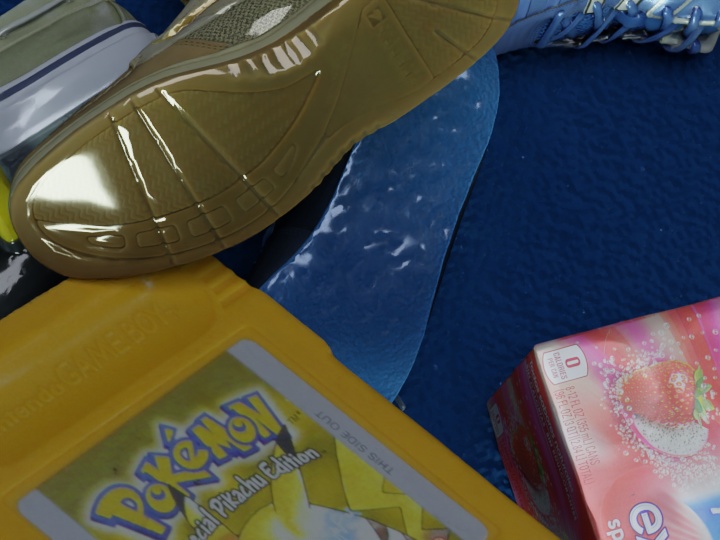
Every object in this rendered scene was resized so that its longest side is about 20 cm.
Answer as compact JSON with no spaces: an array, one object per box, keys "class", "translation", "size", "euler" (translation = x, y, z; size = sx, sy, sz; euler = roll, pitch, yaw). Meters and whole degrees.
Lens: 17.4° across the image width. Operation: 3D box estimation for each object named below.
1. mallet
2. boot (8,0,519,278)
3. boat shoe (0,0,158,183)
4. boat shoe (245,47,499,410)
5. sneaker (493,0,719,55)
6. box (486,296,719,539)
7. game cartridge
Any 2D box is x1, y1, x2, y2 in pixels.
[{"class":"mallet","translation":[-0.148,-0.035,0.847],"size":[0.066,0.200,0.041],"euler":[-47,62,-6]},{"class":"boot","translation":[-0.056,-0.087,0.880],"size":[0.200,0.155,0.073],"euler":[-35,124,-4]},{"class":"boat shoe","translation":[-0.166,-0.046,0.917],"size":[0.200,0.072,0.062],"euler":[-31,65,-24]},{"class":"boat shoe","translation":[0.000,0.000,0.916],"size":[0.084,0.069,0.200],"euler":[33,88,-11]},{"class":"sneaker","translation":[0.115,-0.125,0.966],"size":[0.200,0.076,0.077],"euler":[-24,74,-13]},{"class":"box","translation":[0.131,0.119,0.887],"size":[0.103,0.095,0.200],"euler":[-14,76,-12]},{"class":"game cartridge","translation":[-0.048,0.081,0.792],"size":[0.200,0.032,0.176],"euler":[40,41,13]}]
